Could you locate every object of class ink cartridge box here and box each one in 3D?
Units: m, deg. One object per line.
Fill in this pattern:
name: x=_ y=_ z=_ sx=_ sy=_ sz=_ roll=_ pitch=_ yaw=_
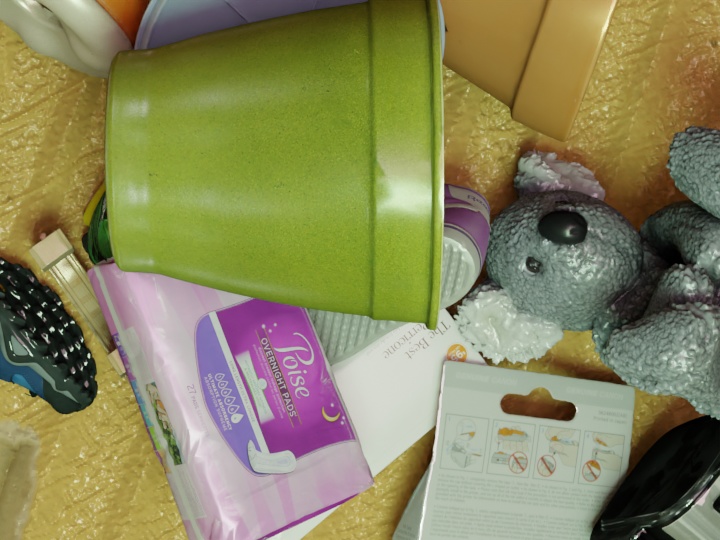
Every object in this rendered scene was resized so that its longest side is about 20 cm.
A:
ink cartridge box: x=0.103 y=0.170 z=1.401 sx=0.159 sy=0.047 sz=0.202 roll=9 pitch=88 yaw=-25

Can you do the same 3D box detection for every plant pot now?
plant pot: x=0.103 y=-0.200 z=1.317 sx=0.139 sy=0.200 sz=0.201 roll=19 pitch=91 yaw=4
plant pot: x=-0.051 y=-0.066 z=1.186 sx=0.191 sy=0.200 sz=0.202 roll=0 pitch=95 yaw=-1

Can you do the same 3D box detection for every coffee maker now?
coffee maker: x=0.259 y=0.213 z=1.376 sx=0.200 sy=0.192 sz=0.135 roll=43 pitch=42 yaw=-4

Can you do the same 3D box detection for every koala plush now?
koala plush: x=0.170 y=0.004 z=1.339 sx=0.199 sy=0.184 sz=0.178 roll=12 pitch=73 yaw=24

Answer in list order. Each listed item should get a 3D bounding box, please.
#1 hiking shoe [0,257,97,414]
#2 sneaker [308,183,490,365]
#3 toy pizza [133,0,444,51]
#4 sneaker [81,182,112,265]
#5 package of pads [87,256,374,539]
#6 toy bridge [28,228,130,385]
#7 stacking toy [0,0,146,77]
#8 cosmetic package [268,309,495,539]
hiking shoe: x=-0.261 y=0.032 z=1.321 sx=0.087 sy=0.075 sz=0.200 roll=-40 pitch=109 yaw=23
sneaker: x=0.000 y=0.001 z=1.367 sx=0.199 sy=0.115 sz=0.073 roll=-17 pitch=115 yaw=22
toy pizza: x=-0.045 y=-0.138 z=1.260 sx=0.199 sy=0.032 sz=0.201 roll=-8 pitch=128 yaw=-10
sneaker: x=-0.110 y=-0.080 z=1.325 sx=0.078 sy=0.085 sz=0.201 roll=30 pitch=88 yaw=-13
package of pads: x=-0.081 y=0.068 z=1.276 sx=0.120 sy=0.076 sz=0.201 roll=-22 pitch=90 yaw=-26
toy bridge: x=-0.155 y=0.057 z=1.336 sx=0.027 sy=0.067 sz=0.201 roll=-35 pitch=89 yaw=-7
stacking toy: x=-0.157 y=-0.237 z=1.275 sx=0.146 sy=0.146 sz=0.201 roll=38 pitch=78 yaw=-13
cosmetic package: x=-0.010 y=0.102 z=1.380 sx=0.200 sy=0.051 sz=0.083 roll=-40 pitch=102 yaw=-6
